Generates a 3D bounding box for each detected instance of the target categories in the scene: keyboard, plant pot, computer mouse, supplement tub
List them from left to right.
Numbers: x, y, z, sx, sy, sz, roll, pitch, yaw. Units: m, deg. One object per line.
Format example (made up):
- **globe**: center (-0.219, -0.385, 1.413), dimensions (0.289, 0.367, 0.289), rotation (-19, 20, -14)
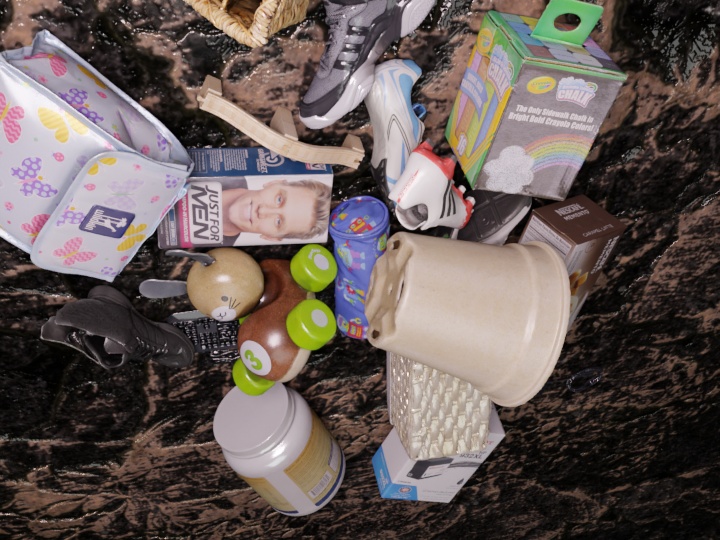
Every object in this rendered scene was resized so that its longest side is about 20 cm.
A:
- **keyboard**: center (-0.161, 0.095, 1.000), dimensions (0.197, 0.040, 0.105), rotation (-7, 131, -8)
- **supplement tub**: center (-0.121, 0.265, 1.089), dimensions (0.143, 0.145, 0.201), rotation (-23, 133, 6)
- **plant pot**: center (0.109, 0.041, 0.842), dimensions (0.181, 0.202, 0.202), rotation (15, 126, -17)
- **computer mouse**: center (0.319, 0.179, 1.213), dimensions (0.198, 0.034, 0.059), rotation (0, 114, -21)

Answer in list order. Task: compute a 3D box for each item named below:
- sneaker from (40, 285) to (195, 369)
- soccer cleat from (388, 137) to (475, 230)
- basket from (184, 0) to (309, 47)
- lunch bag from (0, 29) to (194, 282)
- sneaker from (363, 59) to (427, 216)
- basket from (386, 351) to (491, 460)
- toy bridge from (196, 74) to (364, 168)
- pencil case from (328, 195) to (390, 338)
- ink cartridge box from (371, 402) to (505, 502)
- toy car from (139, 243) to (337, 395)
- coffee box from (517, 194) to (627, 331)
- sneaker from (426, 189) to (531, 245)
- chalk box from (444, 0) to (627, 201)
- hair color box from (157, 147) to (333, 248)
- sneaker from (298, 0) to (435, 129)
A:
- **sneaker**: center (-0.296, 0.092, 0.907), dimensions (0.060, 0.105, 0.200), rotation (-36, 122, 20)
- **soccer cleat**: center (0.080, -0.078, 0.832), dimensions (0.085, 0.068, 0.200), rotation (-50, 161, -2)
- **basket**: center (-0.088, -0.303, 0.566), dimensions (0.142, 0.149, 0.201), rotation (26, 118, -3)
- **lunch bag**: center (-0.286, -0.099, 0.713), dimensions (0.199, 0.128, 0.169), rotation (39, 115, -20)
- **sneaker**: center (0.045, -0.144, 0.824), dimensions (0.072, 0.072, 0.201), rotation (-17, 136, -9)
- **basket**: center (0.115, 0.159, 1.040), dimensions (0.134, 0.124, 0.202), rotation (-6, 116, -10)
- **toy bridge**: center (-0.084, -0.151, 0.784), dimensions (0.198, 0.068, 0.027), rotation (17, 125, -28)
- **pencil case**: center (0.000, 0.000, 0.934), dimensions (0.078, 0.086, 0.201), rotation (-43, 145, -35)
- **ink cartridge box**: center (0.129, 0.300, 1.228), dimensions (0.144, 0.084, 0.201), rotation (13, 126, -24)
- **toy car**: center (-0.152, 0.036, 0.854), dimensions (0.199, 0.159, 0.164), rotation (23, 137, -28)
- **coffee box**: center (0.260, 0.008, 0.983), dimensions (0.114, 0.080, 0.201), rotation (-18, 139, -36)
- **sneaker**: center (0.161, -0.037, 0.959), dimensions (0.200, 0.076, 0.115), rotation (-38, 139, 29)
- **chalk box**: center (0.188, -0.197, 0.779), dimensions (0.123, 0.124, 0.201), rotation (5, 128, -17)
- **hair color box**: center (-0.135, -0.084, 0.834), dimensions (0.197, 0.061, 0.101), rotation (-4, 132, -13)
- **sneaker**: center (-0.022, -0.244, 0.717), dimensions (0.113, 0.076, 0.200), rotation (30, 112, -33)
